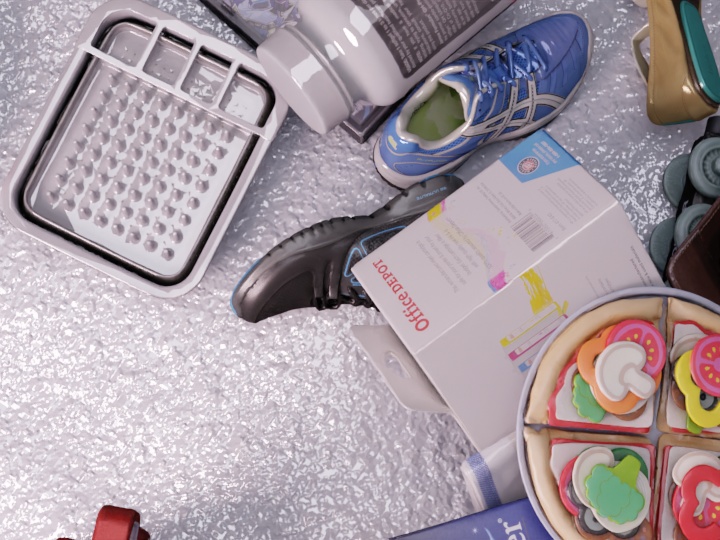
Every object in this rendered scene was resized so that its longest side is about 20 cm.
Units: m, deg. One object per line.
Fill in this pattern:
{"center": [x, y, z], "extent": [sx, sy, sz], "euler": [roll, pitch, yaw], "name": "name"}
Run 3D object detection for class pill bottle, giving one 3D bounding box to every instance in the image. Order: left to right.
{"center": [0.023, -0.194, 1.321], "extent": [0.200, 0.111, 0.111], "euler": [-40, 81, -9], "name": "pill bottle"}

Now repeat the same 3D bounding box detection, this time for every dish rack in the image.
{"center": [-0.162, -0.090, 1.359], "extent": [0.170, 0.044, 0.202], "euler": [25, 79, 4], "name": "dish rack"}

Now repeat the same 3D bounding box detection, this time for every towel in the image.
{"center": [0.165, 0.123, 1.270], "extent": [0.199, 0.147, 0.024], "euler": [-34, 51, -7], "name": "towel"}

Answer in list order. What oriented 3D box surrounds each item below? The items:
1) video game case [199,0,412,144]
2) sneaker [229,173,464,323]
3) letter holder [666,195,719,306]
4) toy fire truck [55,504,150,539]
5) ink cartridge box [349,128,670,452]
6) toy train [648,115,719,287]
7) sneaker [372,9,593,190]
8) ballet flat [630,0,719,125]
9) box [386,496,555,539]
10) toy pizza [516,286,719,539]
{"center": [0.001, -0.231, 1.400], "extent": [0.180, 0.026, 0.200], "euler": [41, 80, 8], "name": "video game case"}
{"center": [0.000, 0.000, 1.325], "extent": [0.198, 0.073, 0.083], "euler": [-24, 80, -4], "name": "sneaker"}
{"center": [0.328, 0.028, 1.255], "extent": [0.142, 0.100, 0.200], "euler": [-47, 110, -18], "name": "letter holder"}
{"center": [-0.182, 0.265, 1.217], "extent": [0.111, 0.168, 0.202], "euler": [13, 78, 3], "name": "toy fire truck"}
{"center": [0.100, 0.025, 1.263], "extent": [0.199, 0.129, 0.126], "euler": [-36, 124, 0], "name": "ink cartridge box"}
{"center": [0.276, -0.012, 1.327], "extent": [0.113, 0.085, 0.202], "euler": [16, 78, -6], "name": "toy train"}
{"center": [0.099, -0.132, 1.352], "extent": [0.199, 0.077, 0.076], "euler": [-37, 78, -9], "name": "sneaker"}
{"center": [0.232, -0.204, 1.373], "extent": [0.063, 0.068, 0.202], "euler": [-22, 58, 36], "name": "ballet flat"}
{"center": [0.096, 0.222, 1.207], "extent": [0.198, 0.032, 0.123], "euler": [-16, 81, -4], "name": "box"}
{"center": [0.201, 0.111, 1.195], "extent": [0.198, 0.032, 0.203], "euler": [1, 85, -13], "name": "toy pizza"}
